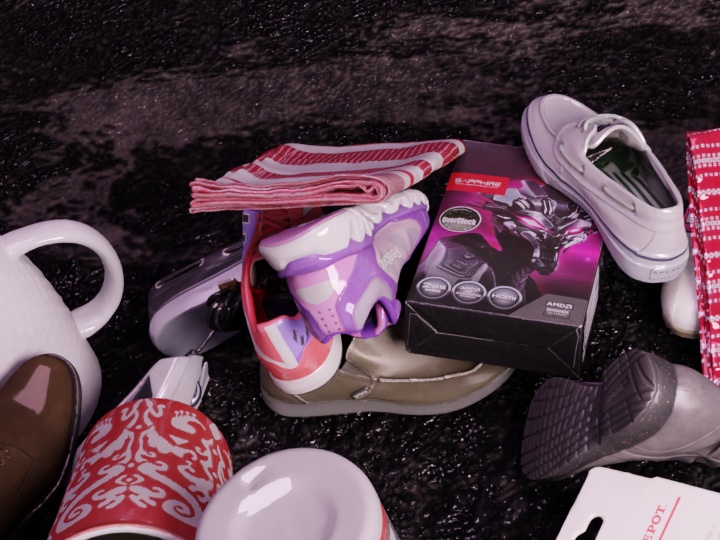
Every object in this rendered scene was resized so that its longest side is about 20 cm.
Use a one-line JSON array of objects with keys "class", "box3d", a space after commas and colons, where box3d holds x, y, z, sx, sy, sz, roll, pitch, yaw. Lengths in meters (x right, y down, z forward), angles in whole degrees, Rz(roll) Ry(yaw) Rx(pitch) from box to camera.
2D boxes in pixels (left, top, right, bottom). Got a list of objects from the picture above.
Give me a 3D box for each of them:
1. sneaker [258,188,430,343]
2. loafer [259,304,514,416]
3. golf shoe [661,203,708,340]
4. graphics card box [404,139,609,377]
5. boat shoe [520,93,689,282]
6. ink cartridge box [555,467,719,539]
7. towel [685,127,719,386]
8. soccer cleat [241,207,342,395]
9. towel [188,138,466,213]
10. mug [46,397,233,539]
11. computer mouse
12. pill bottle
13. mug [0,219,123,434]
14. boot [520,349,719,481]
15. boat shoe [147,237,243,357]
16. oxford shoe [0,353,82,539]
[{"class": "sneaker", "box3d": [0.000, 0.000, 1.389, 0.080, 0.089, 0.200, -21, 2, 23]}, {"class": "loafer", "box3d": [0.016, 0.058, 1.450, 0.199, 0.070, 0.076, -11, 47, 14]}, {"class": "golf shoe", "box3d": [0.257, -0.044, 1.428, 0.072, 0.092, 0.201, 13, 58, 30]}, {"class": "graphics card box", "box3d": [0.111, -0.013, 1.445, 0.125, 0.051, 0.201, 9, 41, 12]}, {"class": "boat shoe", "box3d": [0.177, -0.077, 1.431, 0.073, 0.067, 0.200, -14, 43, -22]}, {"class": "ink cartridge box", "box3d": [0.214, 0.201, 1.242, 0.199, 0.067, 0.117, 13, 58, 31]}, {"class": "towel", "box3d": [0.293, -0.005, 1.360, 0.144, 0.022, 0.202, -6, 77, 11]}, {"class": "soccer cleat", "box3d": [-0.055, -0.007, 1.441, 0.068, 0.073, 0.201, -20, 45, 11]}, {"class": "towel", "box3d": [-0.018, -0.071, 1.427, 0.143, 0.023, 0.200, -2, 11, 19]}, {"class": "mug", "box3d": [-0.162, 0.178, 1.337, 0.176, 0.134, 0.200, -10, 23, 4]}, {"class": "computer mouse", "box3d": [-0.133, 0.097, 1.474, 0.044, 0.110, 0.200, 38, 83, 20]}, {"class": "pill bottle", "box3d": [-0.016, 0.208, 1.238, 0.113, 0.201, 0.114, -11, 47, 13]}, {"class": "mug", "box3d": [-0.268, 0.035, 1.514, 0.199, 0.176, 0.148, -29, 46, -5]}, {"class": "boot", "box3d": [0.194, 0.108, 1.323, 0.131, 0.200, 0.070, 13, 75, -19]}, {"class": "boat shoe", "box3d": [-0.072, -0.003, 1.550, 0.199, 0.070, 0.066, -29, 46, 6]}, {"class": "oxford shoe", "box3d": [-0.251, 0.136, 1.402, 0.072, 0.085, 0.201, 16, 63, 16]}]
